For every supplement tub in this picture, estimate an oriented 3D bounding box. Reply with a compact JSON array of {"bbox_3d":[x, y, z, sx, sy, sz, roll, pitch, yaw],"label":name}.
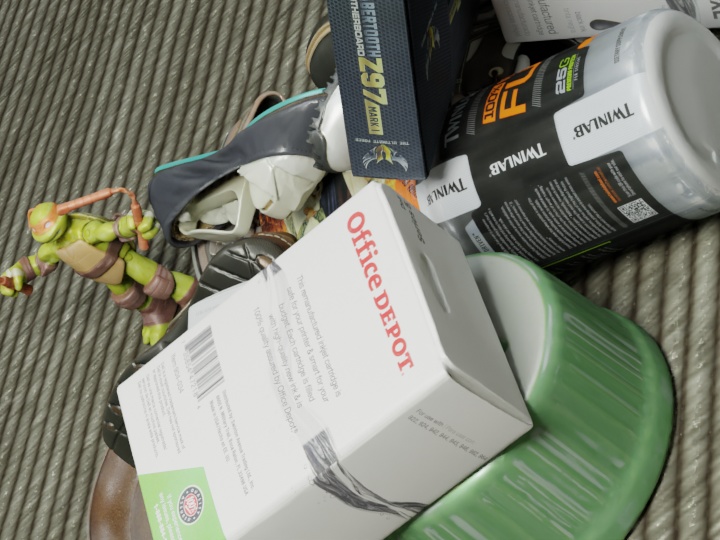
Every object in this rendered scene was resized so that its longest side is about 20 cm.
[{"bbox_3d":[0.124,-0.065,1.198,0.200,0.122,0.123,-23,43,37],"label":"supplement tub"}]

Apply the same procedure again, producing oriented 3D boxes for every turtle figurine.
[{"bbox_3d":[-0.196,-0.006,1.498,0.200,0.161,0.065,-25,41,36],"label":"turtle figurine"}]

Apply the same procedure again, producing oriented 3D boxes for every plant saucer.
[{"bbox_3d":[-0.112,0.131,1.381,0.200,0.032,0.201,-33,37,29],"label":"plant saucer"}]

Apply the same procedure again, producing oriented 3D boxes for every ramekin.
[{"bbox_3d":[0.069,0.087,1.143,0.200,0.098,0.200,-32,38,29],"label":"ramekin"}]

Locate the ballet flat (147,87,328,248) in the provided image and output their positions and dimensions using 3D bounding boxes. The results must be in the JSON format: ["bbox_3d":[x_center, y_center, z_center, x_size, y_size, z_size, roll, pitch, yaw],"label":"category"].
[{"bbox_3d":[-0.071,-0.060,1.368,0.200,0.073,0.073,-21,44,41],"label":"ballet flat"}]

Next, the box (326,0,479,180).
[{"bbox_3d":[0.029,-0.175,1.182,0.051,0.158,0.200,4,43,13],"label":"box"}]

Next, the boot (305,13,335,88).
[{"bbox_3d":[0.015,-0.117,1.437,0.200,0.077,0.139,-18,61,58],"label":"boot"}]

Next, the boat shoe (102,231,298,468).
[{"bbox_3d":[-0.097,0.053,1.353,0.200,0.076,0.074,-50,-1,25],"label":"boat shoe"}]

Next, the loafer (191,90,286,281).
[{"bbox_3d":[-0.080,-0.052,1.470,0.200,0.072,0.063,-88,16,-46],"label":"loafer"}]

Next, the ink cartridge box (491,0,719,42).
[{"bbox_3d":[0.171,-0.216,1.198,0.199,0.145,0.084,-2,56,18],"label":"ink cartridge box"}]

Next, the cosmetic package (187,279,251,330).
[{"bbox_3d":[-0.050,0.116,1.221,0.074,0.102,0.201,-22,60,37],"label":"cosmetic package"}]

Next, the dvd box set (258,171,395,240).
[{"bbox_3d":[0.000,0.000,1.330,0.146,0.029,0.201,-40,45,31],"label":"dvd box set"}]

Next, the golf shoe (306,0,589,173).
[{"bbox_3d":[0.059,-0.118,1.286,0.200,0.078,0.094,-37,50,-13],"label":"golf shoe"}]

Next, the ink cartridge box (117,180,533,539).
[{"bbox_3d":[-0.023,0.072,1.084,0.200,0.084,0.146,-38,45,19],"label":"ink cartridge box"}]
